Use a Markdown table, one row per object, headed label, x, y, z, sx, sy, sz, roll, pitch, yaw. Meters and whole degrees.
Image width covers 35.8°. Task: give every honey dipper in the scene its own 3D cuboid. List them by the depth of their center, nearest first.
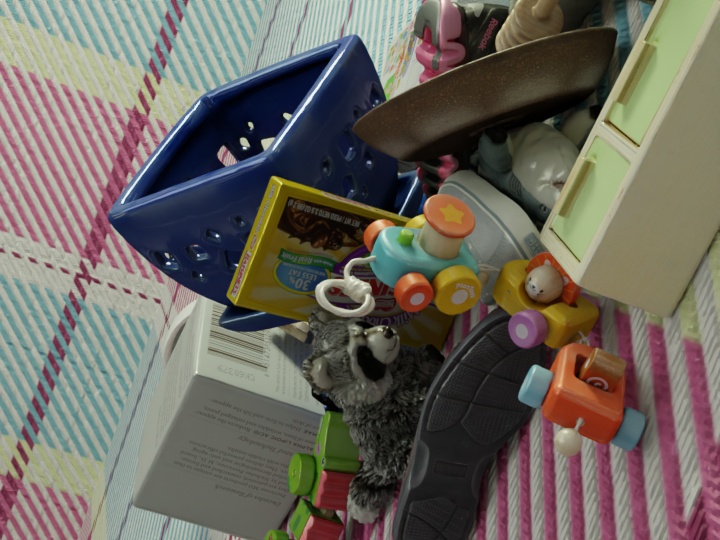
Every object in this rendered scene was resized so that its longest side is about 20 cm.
| label | x | y | z | sx | sy | sz | roll | pitch | yaw |
| --- | --- | --- | --- | --- | --- | --- | --- | --- | --- |
| honey dipper | 0.136 | -0.194 | 0.724 | 0.200 | 0.038 | 0.038 | 124 | 161 | -69 |

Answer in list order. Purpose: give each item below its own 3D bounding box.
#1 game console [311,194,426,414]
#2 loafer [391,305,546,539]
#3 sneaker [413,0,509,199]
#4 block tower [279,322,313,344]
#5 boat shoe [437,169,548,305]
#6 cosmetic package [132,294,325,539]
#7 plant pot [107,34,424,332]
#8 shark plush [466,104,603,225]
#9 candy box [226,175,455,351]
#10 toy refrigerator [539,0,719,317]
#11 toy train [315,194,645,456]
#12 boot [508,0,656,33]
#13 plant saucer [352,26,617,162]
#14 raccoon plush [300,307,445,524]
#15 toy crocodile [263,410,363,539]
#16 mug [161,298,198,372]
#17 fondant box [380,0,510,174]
| label | x | y | z | sx | sy | sz | roll | pitch | yaw |
| --- | --- | --- | --- | --- | --- | --- | --- | --- | --- |
| game console | 0.025 | 0.052 | 1.074 | 0.170 | 0.118 | 0.201 | -15 | 52 | 33 |
| loafer | 0.067 | 0.109 | 0.777 | 0.063 | 0.072 | 0.201 | -105 | 34 | -70 |
| sneaker | 0.098 | -0.134 | 0.946 | 0.079 | 0.095 | 0.201 | -131 | 36 | -56 |
| block tower | -0.025 | -0.021 | 1.184 | 0.201 | 0.054 | 0.058 | -63 | -26 | 1 |
| boat shoe | 0.077 | -0.022 | 0.816 | 0.071 | 0.070 | 0.201 | -32 | 16 | -2 |
| cosmetic package | -0.134 | 0.156 | 1.217 | 0.165 | 0.164 | 0.200 | -93 | 28 | -55 |
| plant pot | -0.067 | -0.063 | 0.992 | 0.199 | 0.180 | 0.200 | -14 | 34 | 35 |
| shark plush | 0.110 | -0.059 | 0.836 | 0.200 | 0.090 | 0.084 | -16 | 87 | 65 |
| candy box | 0.000 | 0.000 | 0.889 | 0.026 | 0.199 | 0.103 | 43 | 113 | 55 |
| toy refrigerator | 0.177 | -0.084 | 0.623 | 0.076 | 0.070 | 0.201 | -110 | 41 | -65 |
| toy train | 0.082 | 0.019 | 0.650 | 0.150 | 0.199 | 0.056 | -51 | -15 | -59 |
| boot | 0.167 | -0.213 | 0.804 | 0.200 | 0.072 | 0.182 | -36 | 25 | 54 |
| plant saucer | 0.093 | -0.118 | 0.800 | 0.200 | 0.200 | 0.037 | -22 | 87 | 70 |
| raccoon plush | -0.008 | 0.124 | 0.882 | 0.097 | 0.133 | 0.201 | -107 | 39 | -63 |
| toy crocodile | -0.038 | 0.224 | 0.998 | 0.062 | 0.067 | 0.201 | 29 | 102 | 69 |
| mug | -0.168 | 0.087 | 1.497 | 0.200 | 0.148 | 0.175 | -40 | 10 | 0 |
| fondant box | 0.072 | -0.194 | 1.125 | 0.200 | 0.058 | 0.145 | 155 | 132 | -67 |
